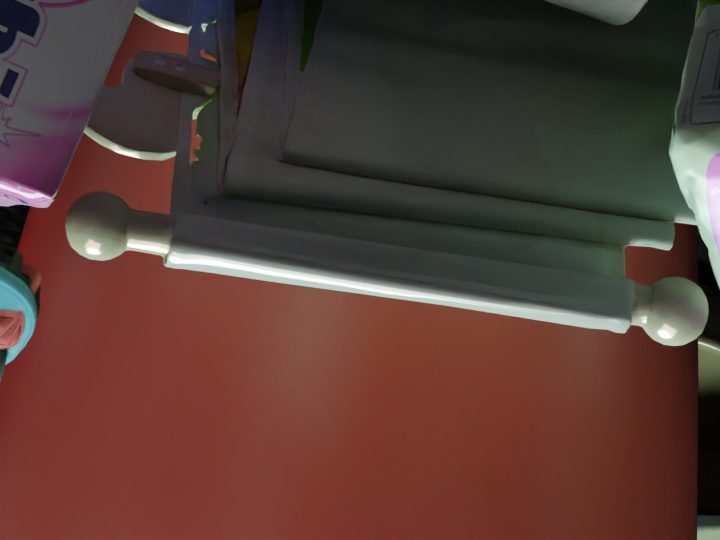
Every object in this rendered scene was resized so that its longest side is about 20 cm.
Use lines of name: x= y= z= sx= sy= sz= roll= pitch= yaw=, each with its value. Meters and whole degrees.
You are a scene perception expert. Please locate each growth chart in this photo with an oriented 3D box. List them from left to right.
growth chart: x=0.021 y=-0.055 z=0.622 sx=0.144 sy=0.200 sz=0.018 roll=14 pitch=131 yaw=5

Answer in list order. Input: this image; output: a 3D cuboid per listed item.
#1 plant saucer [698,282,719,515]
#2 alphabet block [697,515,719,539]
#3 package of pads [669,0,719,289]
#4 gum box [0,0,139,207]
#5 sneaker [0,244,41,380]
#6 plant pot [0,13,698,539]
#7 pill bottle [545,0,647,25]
plant saucer: x=0.112 y=0.044 z=1.052 sx=0.199 sy=0.030 sz=0.200 roll=17 pitch=161 yaw=6
alphabet block: x=0.168 y=0.198 z=1.077 sx=0.195 sy=0.201 sz=0.195 roll=8 pitch=171 yaw=-30
package of pads: x=0.160 y=0.021 z=0.576 sx=0.154 sy=0.068 sz=0.201 roll=-3 pitch=133 yaw=24
gum box: x=-0.110 y=-0.063 z=0.569 sx=0.113 sy=0.066 sz=0.200 roll=24 pitch=176 yaw=-11
sneaker: x=-0.131 y=0.019 z=0.587 sx=0.079 sy=0.096 sz=0.200 roll=24 pitch=176 yaw=14
plant pot: x=0.000 y=0.000 z=0.735 sx=0.199 sy=0.178 sz=0.201 roll=8 pitch=-166 yaw=-2
pill bottle: x=-0.022 y=-0.124 z=0.583 sx=0.199 sy=0.113 sz=0.112 roll=23 pitch=162 yaw=-5
